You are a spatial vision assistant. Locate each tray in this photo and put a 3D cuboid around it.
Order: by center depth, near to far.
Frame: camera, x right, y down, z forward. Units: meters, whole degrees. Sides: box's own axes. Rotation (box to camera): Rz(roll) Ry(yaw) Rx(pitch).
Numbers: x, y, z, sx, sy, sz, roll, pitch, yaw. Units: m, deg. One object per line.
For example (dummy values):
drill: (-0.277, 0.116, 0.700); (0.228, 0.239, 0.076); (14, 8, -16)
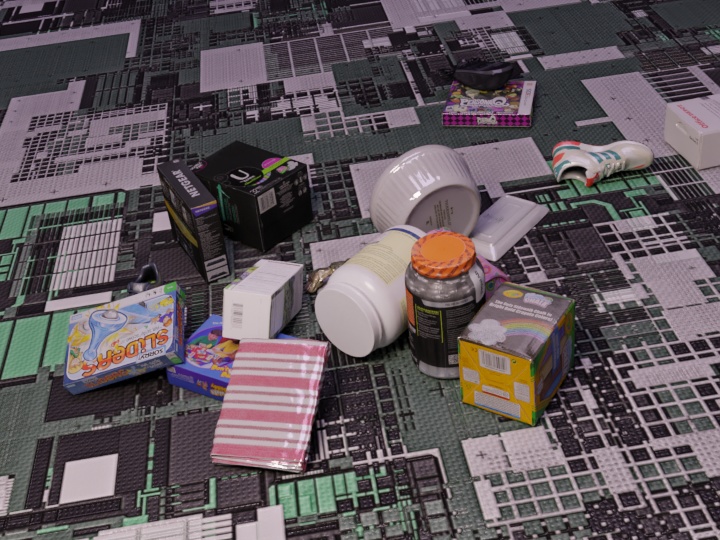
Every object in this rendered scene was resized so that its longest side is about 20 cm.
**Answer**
tray: (0.257, -0.087, 1.841); (0.106, 0.022, 0.200); (19, 42, 34)

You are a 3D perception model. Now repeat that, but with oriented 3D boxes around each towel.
towel: (-0.128, 0.190, 1.439); (0.144, 0.030, 0.203); (2, 59, 15)

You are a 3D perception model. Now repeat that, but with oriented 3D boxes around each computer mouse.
computer mouse: (0.275, -0.445, 2.276); (0.137, 0.053, 0.199); (-23, 25, -27)

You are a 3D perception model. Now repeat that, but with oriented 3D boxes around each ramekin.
ramekin: (0.122, -0.112, 1.754); (0.200, 0.204, 0.095); (-18, 44, -16)

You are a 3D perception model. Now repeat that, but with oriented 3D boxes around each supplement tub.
supplement tub: (0.129, 0.052, 1.502); (0.120, 0.202, 0.123); (-4, 34, 3)
supplement tub: (0.035, 0.032, 1.597); (0.144, 0.147, 0.199); (20, 43, 34)

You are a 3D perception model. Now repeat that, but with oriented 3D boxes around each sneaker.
sneaker: (-0.376, 0.065, 1.677); (0.073, 0.082, 0.201); (-3, 35, 6)
sneaker: (0.471, -0.200, 1.941); (0.196, 0.071, 0.094); (3, 53, 11)

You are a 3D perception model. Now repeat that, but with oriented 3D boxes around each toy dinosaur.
toy dinosaur: (0.000, 0.000, 1.742); (0.197, 0.048, 0.088); (-17, 29, -20)

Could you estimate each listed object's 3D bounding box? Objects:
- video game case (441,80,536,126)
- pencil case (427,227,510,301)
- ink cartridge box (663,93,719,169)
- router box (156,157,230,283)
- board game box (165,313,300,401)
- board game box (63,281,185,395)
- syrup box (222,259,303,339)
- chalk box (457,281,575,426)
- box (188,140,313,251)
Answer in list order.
video game case: (0.293, -0.377, 2.242); (0.197, 0.036, 0.182); (3, 34, 14)
pencil case: (0.170, 0.001, 1.671); (0.086, 0.089, 0.200); (-21, 36, -20)
ink cartridge box: (0.730, -0.286, 1.990); (0.197, 0.085, 0.146); (-12, 34, -8)
router box: (-0.308, -0.095, 1.831); (0.052, 0.159, 0.200); (-20, 37, -19)
board game box: (-0.188, 0.145, 1.561); (0.197, 0.045, 0.135); (13, 39, 27)
board game box: (-0.373, 0.108, 1.580); (0.197, 0.035, 0.137); (-18, 51, 12)
syrup box: (-0.154, 0.046, 1.608); (0.080, 0.080, 0.200); (7, 15, 9)
chalk box: (0.242, 0.107, 1.474); (0.123, 0.125, 0.200); (15, 39, 30)
box: (-0.213, -0.147, 1.919); (0.198, 0.126, 0.148); (22, 42, 36)
